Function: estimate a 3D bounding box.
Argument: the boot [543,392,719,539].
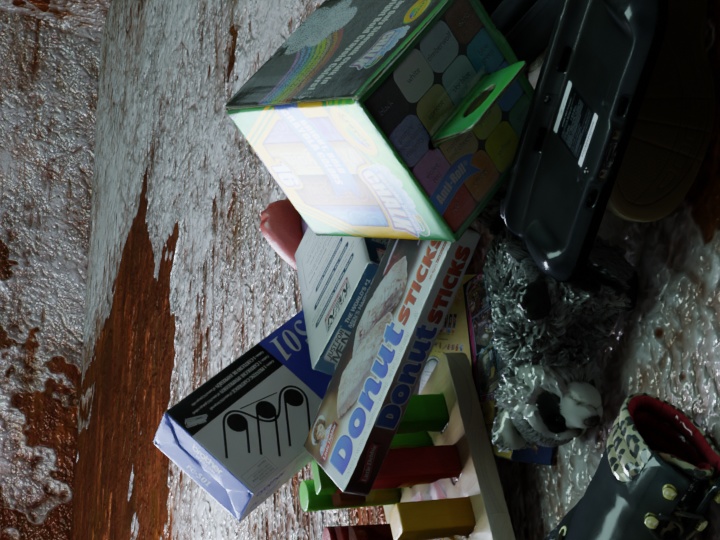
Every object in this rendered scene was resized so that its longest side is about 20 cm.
[{"bbox_3d":[0.161,0.182,0.854,0.204,0.073,0.154,-108,35,-56],"label":"boot"}]

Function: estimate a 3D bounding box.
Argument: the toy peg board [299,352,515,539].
[{"bbox_3d":[0.028,0.198,1.135,0.200,0.097,0.200,114,150,-53],"label":"toy peg board"}]

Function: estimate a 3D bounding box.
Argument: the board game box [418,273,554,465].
[{"bbox_3d":[0.099,0.070,1.155,0.200,0.034,0.136,180,99,-72],"label":"board game box"}]

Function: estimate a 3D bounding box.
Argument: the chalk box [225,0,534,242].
[{"bbox_3d":[0.032,-0.104,0.997,0.200,0.124,0.124,6,49,52],"label":"chalk box"}]

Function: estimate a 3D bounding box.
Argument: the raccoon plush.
[{"bbox_3d":[0.117,0.030,1.033,0.200,0.096,0.134,-109,28,-54],"label":"raccoon plush"}]

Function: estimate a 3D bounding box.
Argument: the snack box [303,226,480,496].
[{"bbox_3d":[0.020,0.051,1.045,0.072,0.024,0.201,39,110,56],"label":"snack box"}]

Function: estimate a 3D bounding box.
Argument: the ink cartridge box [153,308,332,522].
[{"bbox_3d":[-0.060,0.103,1.192,0.200,0.094,0.044,-37,-18,-44],"label":"ink cartridge box"}]

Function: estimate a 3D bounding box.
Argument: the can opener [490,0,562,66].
[{"bbox_3d":[0.099,-0.158,1.027,0.200,0.078,0.064,-32,60,58],"label":"can opener"}]

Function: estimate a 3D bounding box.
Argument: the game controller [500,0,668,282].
[{"bbox_3d":[0.134,-0.094,0.909,0.104,0.042,0.201,-124,40,-49],"label":"game controller"}]

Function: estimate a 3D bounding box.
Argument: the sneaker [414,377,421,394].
[{"bbox_3d":[0.033,0.055,1.305,0.201,0.074,0.080,-67,-16,3],"label":"sneaker"}]

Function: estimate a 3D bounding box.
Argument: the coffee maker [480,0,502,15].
[{"bbox_3d":[0.076,-0.164,1.173,0.135,0.191,0.201,-88,-7,-71],"label":"coffee maker"}]

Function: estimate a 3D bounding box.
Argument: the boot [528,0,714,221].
[{"bbox_3d":[0.165,-0.115,0.995,0.155,0.072,0.201,148,129,-69],"label":"boot"}]

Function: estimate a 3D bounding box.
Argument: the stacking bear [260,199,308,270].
[{"bbox_3d":[0.018,-0.068,1.355,0.121,0.114,0.200,-41,4,-37],"label":"stacking bear"}]

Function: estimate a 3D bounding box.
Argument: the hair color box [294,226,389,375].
[{"bbox_3d":[0.000,0.000,1.195,0.100,0.060,0.200,-63,17,21],"label":"hair color box"}]
